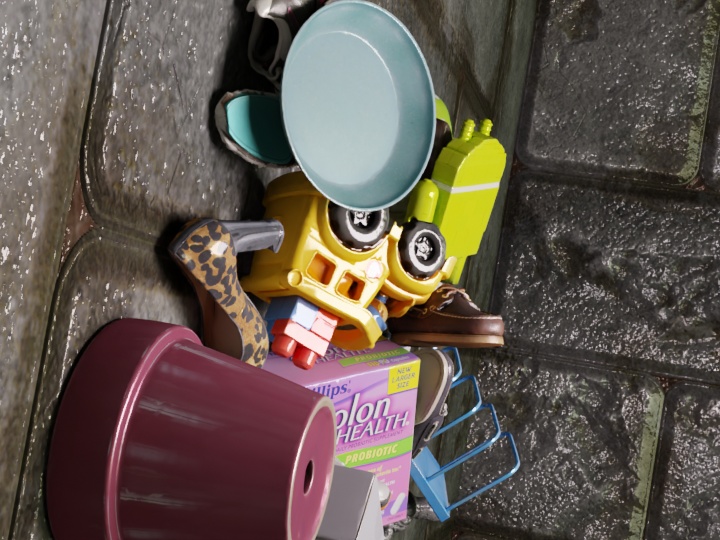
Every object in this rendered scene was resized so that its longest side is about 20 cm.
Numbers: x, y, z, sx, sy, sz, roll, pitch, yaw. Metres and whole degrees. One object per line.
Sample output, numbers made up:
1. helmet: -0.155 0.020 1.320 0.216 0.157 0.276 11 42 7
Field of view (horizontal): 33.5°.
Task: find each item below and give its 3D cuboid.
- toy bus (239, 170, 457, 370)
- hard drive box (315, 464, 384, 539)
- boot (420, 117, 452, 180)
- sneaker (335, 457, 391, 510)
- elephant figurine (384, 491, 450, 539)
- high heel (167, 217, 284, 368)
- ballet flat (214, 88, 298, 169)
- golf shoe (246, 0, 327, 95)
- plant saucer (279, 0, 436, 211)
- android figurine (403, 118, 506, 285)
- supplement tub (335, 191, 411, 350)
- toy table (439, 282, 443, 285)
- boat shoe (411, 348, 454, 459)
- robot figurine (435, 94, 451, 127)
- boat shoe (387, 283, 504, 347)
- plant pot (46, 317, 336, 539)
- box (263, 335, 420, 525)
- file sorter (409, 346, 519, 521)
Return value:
1. toy bus: -0.021 0.018 1.231 0.199 0.135 0.193 29 69 -30
2. hard drive box: -0.083 0.239 1.106 0.156 0.199 0.077 83 21 -48
3. boot: 0.048 -0.199 1.402 0.064 0.200 0.187 -15 123 -28
4. sneaker: -0.060 0.172 1.157 0.076 0.199 0.092 112 -2 -60
5. elephant figurine: 0.007 0.288 1.499 0.155 0.199 0.142 -64 164 -46
6. high heel: -0.143 0.046 1.077 0.142 0.071 0.201 -7 115 -58
7. ballet flat: -0.074 -0.129 1.156 0.199 0.072 0.072 7 92 -46
8. golf shoe: -0.075 -0.207 1.175 0.088 0.077 0.201 -41 145 -33
9. plant saucer: -0.008 -0.156 1.146 0.199 0.036 0.201 1 88 -42
10. android figurine: 0.110 -0.077 1.371 0.182 0.041 0.201 -15 124 -56
11. supplement tub: 0.000 0.000 1.422 0.144 0.143 0.201 -26 123 -74
12. toy table: 0.051 0.008 1.621 0.200 0.183 0.117 -52 144 -12
13. boat shoe: 0.064 0.156 1.363 0.062 0.073 0.201 -8 140 -36
14. robot figurine: 0.070 -0.177 1.656 0.200 0.115 0.176 72 0 -66
15. boat shoe: 0.087 0.049 1.284 0.200 0.070 0.071 -3 -100 61
16. plant pot: -0.120 0.146 0.940 0.200 0.178 0.201 8 90 -76
17. box: -0.037 0.186 1.303 0.175 0.097 0.201 -9 112 -35
18. file sorter: 0.096 0.178 1.502 0.201 0.122 0.139 57 8 -11
